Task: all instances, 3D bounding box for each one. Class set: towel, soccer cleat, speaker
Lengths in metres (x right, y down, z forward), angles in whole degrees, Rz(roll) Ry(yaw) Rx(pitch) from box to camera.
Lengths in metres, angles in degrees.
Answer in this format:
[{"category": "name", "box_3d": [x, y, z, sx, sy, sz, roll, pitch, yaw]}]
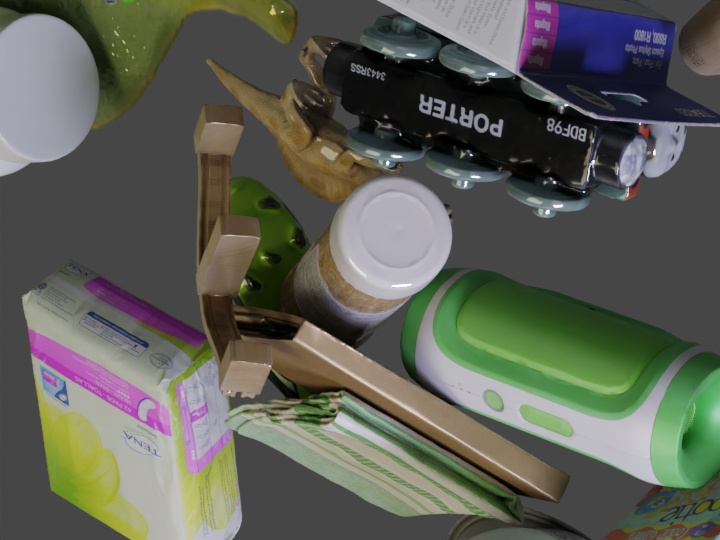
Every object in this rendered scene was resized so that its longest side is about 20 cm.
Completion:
[{"category": "towel", "box_3d": [0.008, 0.122, 1.676, 0.152, 0.024, 0.200, 30, 165, -17]}, {"category": "soccer cleat", "box_3d": [-0.053, 0.030, 1.728, 0.081, 0.067, 0.201, 5, 127, 56]}, {"category": "speaker", "box_3d": [0.122, 0.060, 1.547, 0.199, 0.088, 0.089, 20, 135, 35]}]

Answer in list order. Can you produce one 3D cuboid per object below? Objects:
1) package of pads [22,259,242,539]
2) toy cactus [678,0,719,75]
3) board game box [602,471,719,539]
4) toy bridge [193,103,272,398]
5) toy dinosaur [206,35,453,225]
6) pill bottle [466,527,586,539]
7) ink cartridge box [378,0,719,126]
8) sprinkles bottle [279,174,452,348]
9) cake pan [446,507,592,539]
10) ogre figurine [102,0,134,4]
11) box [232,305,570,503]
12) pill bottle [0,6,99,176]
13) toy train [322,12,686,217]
[{"category": "package of pads", "box_3d": [-0.161, 0.108, 1.908, 0.154, 0.068, 0.201, 28, 140, 30]}, {"category": "toy cactus", "box_3d": [0.208, -0.123, 1.298, 0.200, 0.102, 0.165, 46, 155, -9]}, {"category": "board game box", "box_3d": [0.240, 0.217, 1.548, 0.105, 0.103, 0.201, -12, 113, 52]}, {"category": "toy bridge", "box_3d": [-0.081, -0.008, 1.602, 0.067, 0.027, 0.201, 114, 154, -49]}, {"category": "toy dinosaur", "box_3d": [-0.032, -0.087, 1.602, 0.200, 0.058, 0.101, 36, 144, 18]}, {"category": "pill bottle", "box_3d": [0.096, 0.209, 1.582, 0.111, 0.111, 0.200, 40, -176, 13]}, {"category": "ink cartridge box", "box_3d": [0.081, -0.135, 1.336, 0.199, 0.196, 0.044, 30, 105, 23]}, {"category": "sprinkles bottle", "box_3d": [0.000, 0.000, 1.591, 0.068, 0.068, 0.200, 48, 162, 2]}, {"category": "cake pan", "box_3d": [0.125, 0.247, 1.754, 0.200, 0.037, 0.201, 28, 139, 28]}, {"category": "ogre figurine", "box_3d": [-0.206, -0.255, 1.612, 0.201, 0.098, 0.120, 63, 163, 7]}, {"category": "box", "box_3d": [0.016, 0.081, 1.624, 0.199, 0.021, 0.163, 33, 170, -18]}, {"category": "pill bottle", "box_3d": [-0.272, -0.119, 1.781, 0.199, 0.114, 0.115, 0, 122, 47]}, {"category": "toy train", "box_3d": [0.079, -0.090, 1.435, 0.199, 0.114, 0.086, 19, 113, 31]}]
